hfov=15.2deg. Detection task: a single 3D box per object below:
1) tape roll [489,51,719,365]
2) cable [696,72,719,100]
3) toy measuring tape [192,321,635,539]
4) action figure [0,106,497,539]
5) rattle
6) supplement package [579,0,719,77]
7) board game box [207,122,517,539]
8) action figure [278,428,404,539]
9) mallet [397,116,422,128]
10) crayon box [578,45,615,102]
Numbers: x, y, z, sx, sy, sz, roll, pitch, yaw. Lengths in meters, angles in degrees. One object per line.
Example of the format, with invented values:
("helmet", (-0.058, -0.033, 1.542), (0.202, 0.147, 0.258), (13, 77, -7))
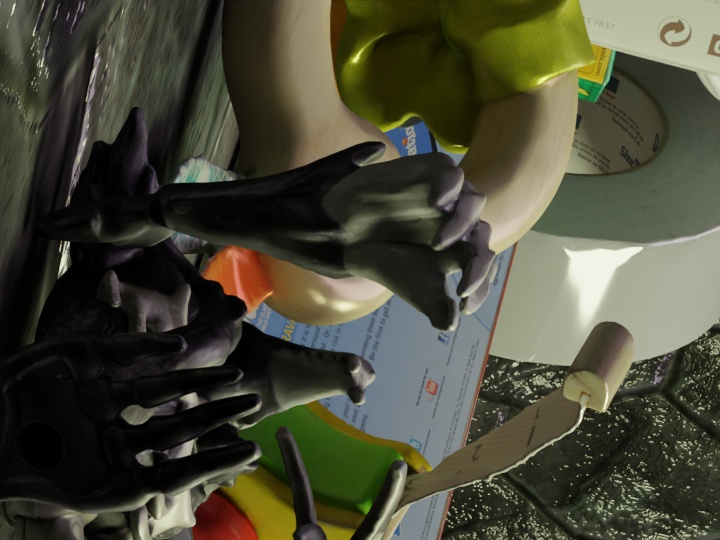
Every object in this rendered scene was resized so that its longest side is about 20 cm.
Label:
("tape roll", (0.075, -0.046, 1.168), (0.200, 0.200, 0.066), (-71, 176, -56))
("cable", (0.207, -0.151, 1.105), (0.200, 0.069, 0.200), (5, 124, -44))
("toy measuring tape", (-0.014, 0.046, 0.739), (0.200, 0.073, 0.074), (-34, -152, 42))
("action figure", (-0.028, 0.036, 0.513), (0.200, 0.102, 0.119), (-58, 151, -77))
("rattle", (-0.033, -0.036, 0.783), (0.200, 0.142, 0.130), (-56, 136, -29))
("supplement package", (0.108, -0.182, 0.864), (0.117, 0.117, 0.201), (-70, 174, -59))
("board game box", (0.000, 0.000, 0.916), (0.019, 0.103, 0.200), (-39, -153, 48))
("action figure", (-0.038, 0.145, 0.679), (0.200, 0.119, 0.102), (-63, 158, -22))
("mallet", (0.052, -0.115, 0.961), (0.200, 0.066, 0.041), (-36, 165, -43))
("crayon box", (0.064, -0.179, 1.054), (0.058, 0.118, 0.201), (47, 59, -87))
